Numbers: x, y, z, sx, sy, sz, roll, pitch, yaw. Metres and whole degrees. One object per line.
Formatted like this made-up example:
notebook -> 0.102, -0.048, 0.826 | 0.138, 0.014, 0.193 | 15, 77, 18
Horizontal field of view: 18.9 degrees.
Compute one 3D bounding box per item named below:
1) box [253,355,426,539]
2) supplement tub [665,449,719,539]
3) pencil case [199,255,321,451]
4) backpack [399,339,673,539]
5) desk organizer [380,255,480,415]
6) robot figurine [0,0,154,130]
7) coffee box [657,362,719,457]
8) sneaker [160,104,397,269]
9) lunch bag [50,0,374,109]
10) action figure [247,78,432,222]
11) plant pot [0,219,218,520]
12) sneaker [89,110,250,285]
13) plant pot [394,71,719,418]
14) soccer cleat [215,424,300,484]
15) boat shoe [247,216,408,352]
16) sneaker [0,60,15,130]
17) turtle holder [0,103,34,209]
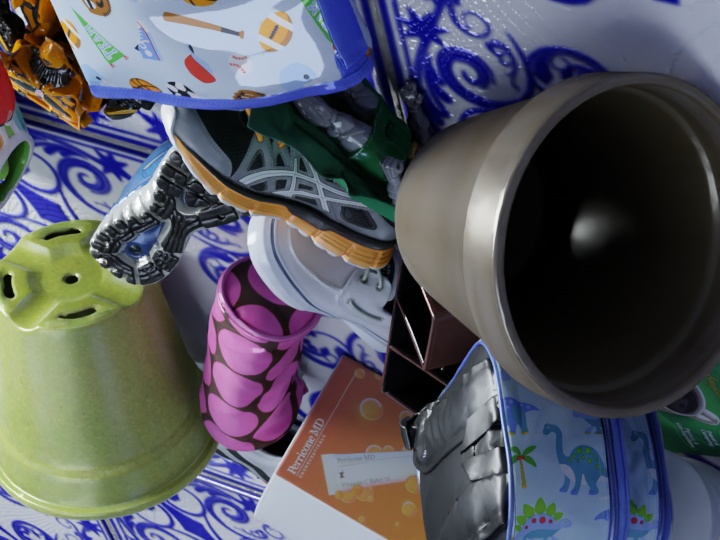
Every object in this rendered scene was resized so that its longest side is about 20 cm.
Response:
box -> 0.034, 0.182, 1.737 | 0.199, 0.125, 0.098 | 29, 151, 2
supplement tub -> 0.233, 0.219, 1.550 | 0.144, 0.145, 0.200 | 6, 158, 37
pencil case -> -0.076, 0.061, 1.698 | 0.200, 0.093, 0.091 | 107, 147, -60
backpack -> 0.119, 0.135, 1.401 | 0.146, 0.184, 0.200 | -2, 154, -11
desk organizer -> 0.067, 0.052, 1.518 | 0.077, 0.072, 0.200 | -13, 148, -13
robot figurine -> -0.202, -0.169, 1.485 | 0.145, 0.058, 0.200 | 32, 151, 3
coffee box -> 0.220, 0.076, 1.485 | 0.199, 0.044, 0.123 | 2, 140, 42
sneaker -> -0.044, -0.074, 1.437 | 0.199, 0.078, 0.077 | 24, 116, -32
lunch bag -> -0.091, -0.190, 1.277 | 0.199, 0.124, 0.170 | 11, 138, 42
action figure -> 0.014, -0.083, 1.395 | 0.055, 0.119, 0.200 | -19, 133, 40
plant pot -> -0.222, 0.067, 1.761 | 0.200, 0.201, 0.185 | 17, 136, 24
sneaker -> -0.117, -0.073, 1.536 | 0.078, 0.089, 0.200 | 38, 130, -24
plant pot -> 0.113, -0.026, 1.309 | 0.200, 0.200, 0.173 | 49, 162, -29
soccer cleat -> -0.122, 0.128, 1.867 | 0.199, 0.069, 0.085 | 25, 142, 5
boat shoe -> 0.000, 0.000, 1.536 | 0.067, 0.074, 0.200 | -12, 156, 31
sneaker -> -0.295, -0.185, 1.476 | 0.201, 0.077, 0.085 | 59, 142, 5
turtle holder -> -0.320, -0.093, 1.628 | 0.131, 0.141, 0.186 | 27, 149, 4
